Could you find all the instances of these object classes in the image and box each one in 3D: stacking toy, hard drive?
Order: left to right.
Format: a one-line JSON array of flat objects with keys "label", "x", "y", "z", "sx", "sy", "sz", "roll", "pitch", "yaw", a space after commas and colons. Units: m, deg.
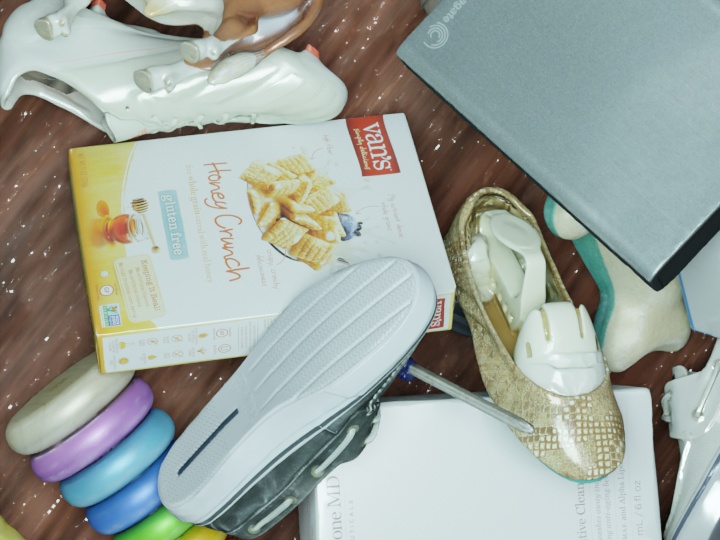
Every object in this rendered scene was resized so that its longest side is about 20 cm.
[{"label": "stacking toy", "x": -0.110, "y": 0.143, "z": 1.296, "sx": 0.085, "sy": 0.085, "sz": 0.200, "roll": -37, "pitch": 100, "yaw": -9}, {"label": "hard drive", "x": 0.135, "y": -0.105, "z": 1.243, "sx": 0.140, "sy": 0.033, "sz": 0.200, "roll": -47, "pitch": 67, "yaw": 0}]

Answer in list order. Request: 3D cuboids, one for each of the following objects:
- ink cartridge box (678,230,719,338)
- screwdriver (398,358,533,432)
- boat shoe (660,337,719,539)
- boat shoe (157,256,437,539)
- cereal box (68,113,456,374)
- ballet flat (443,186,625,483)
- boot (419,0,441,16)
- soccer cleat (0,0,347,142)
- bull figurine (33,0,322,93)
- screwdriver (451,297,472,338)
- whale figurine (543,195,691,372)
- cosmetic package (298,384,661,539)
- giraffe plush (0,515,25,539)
[{"label": "ink cartridge box", "x": 0.253, "y": -0.065, "z": 1.315, "sx": 0.068, "sy": 0.116, "sz": 0.200, "roll": 18, "pitch": 57, "yaw": 31}, {"label": "screwdriver", "x": 0.034, "y": 0.060, "z": 1.254, "sx": 0.029, "sy": 0.200, "sz": 0.028, "roll": -27, "pitch": 116, "yaw": -17}, {"label": "boat shoe", "x": 0.212, "y": 0.081, "z": 1.354, "sx": 0.070, "sy": 0.071, "sz": 0.201, "roll": 23, "pitch": 87, "yaw": 21}, {"label": "boat shoe", "x": -0.023, "y": 0.069, "z": 1.230, "sx": 0.071, "sy": 0.072, "sz": 0.200, "roll": 28, "pitch": 121, "yaw": -37}, {"label": "cereal box", "x": -0.057, "y": -0.018, "z": 1.287, "sx": 0.199, "sy": 0.040, "sz": 0.144, "roll": -8, "pitch": 49, "yaw": -9}, {"label": "ballet flat", "x": 0.094, "y": 0.028, "z": 1.277, "sx": 0.070, "sy": 0.065, "sz": 0.200, "roll": -10, "pitch": 46, "yaw": -21}, {"label": "boot", "x": 0.121, "y": -0.209, "z": 1.329, "sx": 0.199, "sy": 0.070, "sz": 0.147, "roll": -3, "pitch": 74, "yaw": 9}, {"label": "soccer cleat", "x": -0.108, "y": -0.103, "z": 1.305, "sx": 0.199, "sy": 0.069, "sz": 0.078, "roll": 12, "pitch": 67, "yaw": 0}, {"label": "bull figurine", "x": -0.121, "y": -0.168, "z": 1.268, "sx": 0.199, "sy": 0.065, "sz": 0.122, "roll": 23, "pitch": 51, "yaw": 20}, {"label": "screwdriver", "x": 0.000, "y": 0.000, "z": 1.340, "sx": 0.199, "sy": 0.028, "sz": 0.029, "roll": 20, "pitch": 56, "yaw": -7}, {"label": "whale figurine", "x": 0.152, "y": -0.047, "z": 1.336, "sx": 0.159, "sy": 0.104, "sz": 0.201, "roll": -18, "pitch": 114, "yaw": -42}, {"label": "cosmetic package", "x": 0.064, "y": 0.125, "z": 1.315, "sx": 0.199, "sy": 0.081, "sz": 0.113, "roll": -5, "pitch": 89, "yaw": -10}, {"label": "giraffe plush", "x": -0.259, "y": 0.079, "z": 1.245, "sx": 0.172, "sy": 0.200, "sz": 0.163, "roll": -1, "pitch": 53, "yaw": 5}]
